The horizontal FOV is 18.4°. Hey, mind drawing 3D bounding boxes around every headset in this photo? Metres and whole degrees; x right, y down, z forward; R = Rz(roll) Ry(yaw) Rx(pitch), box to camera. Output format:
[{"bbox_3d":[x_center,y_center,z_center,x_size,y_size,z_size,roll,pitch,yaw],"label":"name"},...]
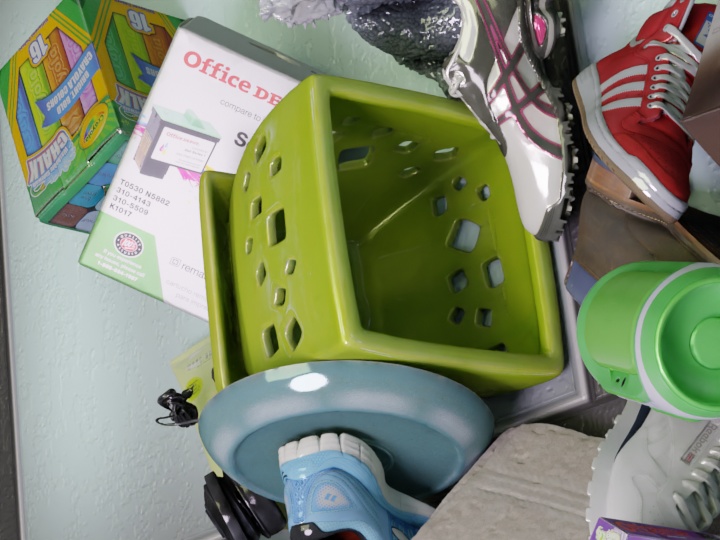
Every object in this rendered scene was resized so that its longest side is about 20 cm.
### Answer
[{"bbox_3d":[-0.066,0.148,1.624,0.200,0.094,0.124,33,77,16],"label":"headset"}]

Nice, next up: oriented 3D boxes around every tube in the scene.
[{"bbox_3d":[-0.095,0.130,1.703,0.052,0.058,0.201,102,155,-52],"label":"tube"}]

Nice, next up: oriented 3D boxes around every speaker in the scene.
[{"bbox_3d":[0.179,0.038,1.265,0.200,0.088,0.089,-172,95,-84],"label":"speaker"}]

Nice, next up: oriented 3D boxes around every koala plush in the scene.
[{"bbox_3d":[0.018,-0.223,1.564,0.183,0.200,0.178,20,95,46],"label":"koala plush"}]

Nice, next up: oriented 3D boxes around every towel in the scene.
[{"bbox_3d":[0.137,0.163,1.412,0.200,0.035,0.133,12,49,45],"label":"towel"}]

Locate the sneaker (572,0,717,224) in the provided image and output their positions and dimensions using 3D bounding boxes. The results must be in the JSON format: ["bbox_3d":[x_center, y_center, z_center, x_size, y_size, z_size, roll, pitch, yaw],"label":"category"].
[{"bbox_3d":[0.200,-0.110,1.395,0.112,0.071,0.200,-40,23,15],"label":"sneaker"}]

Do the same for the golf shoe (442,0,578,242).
[{"bbox_3d":[0.099,-0.116,1.508,0.077,0.088,0.201,-161,64,-85],"label":"golf shoe"}]

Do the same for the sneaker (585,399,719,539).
[{"bbox_3d":[0.192,0.121,1.332,0.080,0.077,0.200,-3,38,26],"label":"sneaker"}]

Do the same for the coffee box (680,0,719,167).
[{"bbox_3d":[0.274,-0.148,1.308,0.113,0.080,0.200,-18,39,41],"label":"coffee box"}]

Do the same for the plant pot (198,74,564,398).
[{"bbox_3d":[0.000,0.000,1.537,0.181,0.199,0.200,-28,61,45],"label":"plant pot"}]

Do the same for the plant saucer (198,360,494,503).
[{"bbox_3d":[-0.009,0.117,1.484,0.200,0.200,0.028,-28,50,38],"label":"plant saucer"}]

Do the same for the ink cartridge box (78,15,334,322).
[{"bbox_3d":[-0.107,-0.073,1.687,0.084,0.144,0.201,-74,8,-79],"label":"ink cartridge box"}]

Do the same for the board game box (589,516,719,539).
[{"bbox_3d":[0.188,0.211,1.282,0.032,0.200,0.120,33,103,46],"label":"board game box"}]

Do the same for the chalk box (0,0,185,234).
[{"bbox_3d":[-0.196,-0.107,1.812,0.124,0.125,0.201,-42,54,31],"label":"chalk box"}]

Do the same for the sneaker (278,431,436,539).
[{"bbox_3d":[0.007,0.192,1.476,0.078,0.200,0.090,-20,46,31],"label":"sneaker"}]

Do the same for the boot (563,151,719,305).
[{"bbox_3d":[0.201,0.005,1.422,0.200,0.074,0.097,46,123,52],"label":"boot"}]
